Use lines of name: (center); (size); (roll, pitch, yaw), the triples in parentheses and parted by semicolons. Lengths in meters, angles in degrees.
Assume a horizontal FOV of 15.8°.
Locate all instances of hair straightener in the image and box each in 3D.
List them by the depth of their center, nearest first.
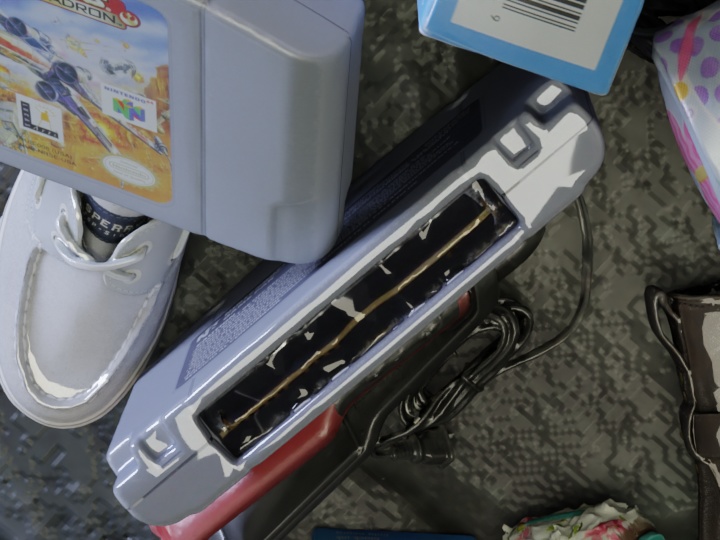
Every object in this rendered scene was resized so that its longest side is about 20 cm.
hair straightener: (0.013, 0.041, 0.954); (0.200, 0.041, 0.077); (-45, 141, 13)

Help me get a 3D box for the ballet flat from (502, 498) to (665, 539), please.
ballet flat: (0.084, 0.181, 0.989); (0.064, 0.076, 0.201); (7, 104, 30)

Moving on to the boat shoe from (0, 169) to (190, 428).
boat shoe: (-0.084, -0.031, 0.918); (0.072, 0.069, 0.201); (24, 105, -6)

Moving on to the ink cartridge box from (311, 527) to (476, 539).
ink cartridge box: (0.008, 0.181, 0.910); (0.067, 0.200, 0.117); (4, 106, -1)

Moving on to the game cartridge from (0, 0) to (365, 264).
game cartridge: (-0.097, -0.077, 0.820); (0.199, 0.133, 0.042); (20, 63, 10)

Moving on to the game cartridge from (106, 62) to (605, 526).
game cartridge: (0.000, 0.000, 0.893); (0.200, 0.133, 0.041); (-40, 104, 11)

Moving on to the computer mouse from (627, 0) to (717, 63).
computer mouse: (0.093, -0.174, 0.875); (0.044, 0.109, 0.201); (-2, 104, -42)

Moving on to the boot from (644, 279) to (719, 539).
boot: (0.199, 0.081, 0.952); (0.199, 0.069, 0.175); (1, 95, -13)

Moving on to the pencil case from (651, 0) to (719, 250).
pencil case: (0.190, -0.076, 0.807); (0.199, 0.083, 0.091); (-25, 131, 9)

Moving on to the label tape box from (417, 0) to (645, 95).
label tape box: (0.065, -0.157, 0.807); (0.066, 0.200, 0.144); (18, 111, -6)
